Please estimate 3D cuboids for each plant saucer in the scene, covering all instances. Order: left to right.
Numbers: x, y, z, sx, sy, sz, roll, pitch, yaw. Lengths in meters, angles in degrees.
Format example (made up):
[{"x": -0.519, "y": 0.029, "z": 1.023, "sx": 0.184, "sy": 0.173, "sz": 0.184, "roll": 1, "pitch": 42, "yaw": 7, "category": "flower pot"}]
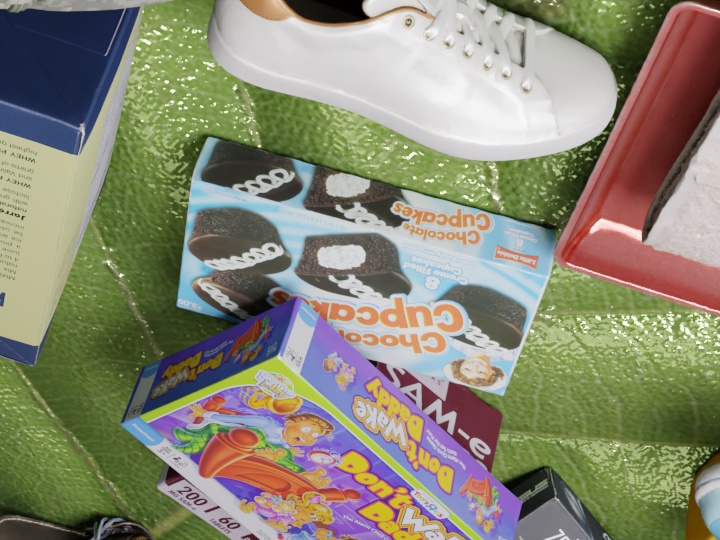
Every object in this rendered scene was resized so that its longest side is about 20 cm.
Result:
[{"x": 0.216, "y": -0.046, "z": 0.936, "sx": 0.198, "sy": 0.037, "sz": 0.201, "roll": 17, "pitch": 141, "yaw": -2, "category": "plant saucer"}]

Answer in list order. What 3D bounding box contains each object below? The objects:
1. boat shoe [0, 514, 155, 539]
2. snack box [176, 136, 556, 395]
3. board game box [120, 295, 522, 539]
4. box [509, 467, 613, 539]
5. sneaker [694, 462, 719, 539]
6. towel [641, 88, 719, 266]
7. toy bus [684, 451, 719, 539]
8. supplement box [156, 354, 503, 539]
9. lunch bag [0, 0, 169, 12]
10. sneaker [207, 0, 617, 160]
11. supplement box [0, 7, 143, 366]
[{"x": -0.178, "y": 0.214, "z": 1.373, "sx": 0.198, "sy": 0.072, "sz": 0.073, "roll": 21, "pitch": 126, "yaw": -4, "category": "boat shoe"}, {"x": 0.000, "y": 0.000, "z": 1.065, "sx": 0.198, "sy": 0.037, "sz": 0.117, "roll": 15, "pitch": 142, "yaw": 1, "category": "snack box"}, {"x": -0.021, "y": 0.112, "z": 1.108, "sx": 0.134, "sy": 0.045, "sz": 0.200, "roll": -24, "pitch": 124, "yaw": 39, "category": "board game box"}, {"x": 0.119, "y": 0.247, "z": 1.235, "sx": 0.160, "sy": 0.044, "sz": 0.200, "roll": -37, "pitch": 108, "yaw": 14, "category": "box"}, {"x": 0.257, "y": 0.191, "z": 1.031, "sx": 0.199, "sy": 0.131, "sz": 0.079, "roll": 31, "pitch": 141, "yaw": -23, "category": "sneaker"}, {"x": 0.222, "y": -0.053, "z": 0.870, "sx": 0.131, "sy": 0.035, "sz": 0.201, "roll": 19, "pitch": 142, "yaw": -3, "category": "towel"}, {"x": 0.264, "y": 0.120, "z": 1.098, "sx": 0.078, "sy": 0.065, "sz": 0.200, "roll": 28, "pitch": 140, "yaw": -16, "category": "toy bus"}, {"x": -0.021, "y": 0.113, "z": 1.193, "sx": 0.109, "sy": 0.061, "sz": 0.199, "roll": 39, "pitch": 135, "yaw": -26, "category": "supplement box"}, {"x": -0.107, "y": -0.200, "z": 0.776, "sx": 0.166, "sy": 0.140, "sz": 0.200, "roll": 4, "pitch": 147, "yaw": -21, "category": "lunch bag"}, {"x": 0.034, "y": -0.107, "z": 0.874, "sx": 0.198, "sy": 0.073, "sz": 0.085, "roll": 10, "pitch": 148, "yaw": -13, "category": "sneaker"}, {"x": -0.224, "y": -0.086, "z": 0.958, "sx": 0.198, "sy": 0.135, "sz": 0.200, "roll": 18, "pitch": 142, "yaw": -3, "category": "supplement box"}]
